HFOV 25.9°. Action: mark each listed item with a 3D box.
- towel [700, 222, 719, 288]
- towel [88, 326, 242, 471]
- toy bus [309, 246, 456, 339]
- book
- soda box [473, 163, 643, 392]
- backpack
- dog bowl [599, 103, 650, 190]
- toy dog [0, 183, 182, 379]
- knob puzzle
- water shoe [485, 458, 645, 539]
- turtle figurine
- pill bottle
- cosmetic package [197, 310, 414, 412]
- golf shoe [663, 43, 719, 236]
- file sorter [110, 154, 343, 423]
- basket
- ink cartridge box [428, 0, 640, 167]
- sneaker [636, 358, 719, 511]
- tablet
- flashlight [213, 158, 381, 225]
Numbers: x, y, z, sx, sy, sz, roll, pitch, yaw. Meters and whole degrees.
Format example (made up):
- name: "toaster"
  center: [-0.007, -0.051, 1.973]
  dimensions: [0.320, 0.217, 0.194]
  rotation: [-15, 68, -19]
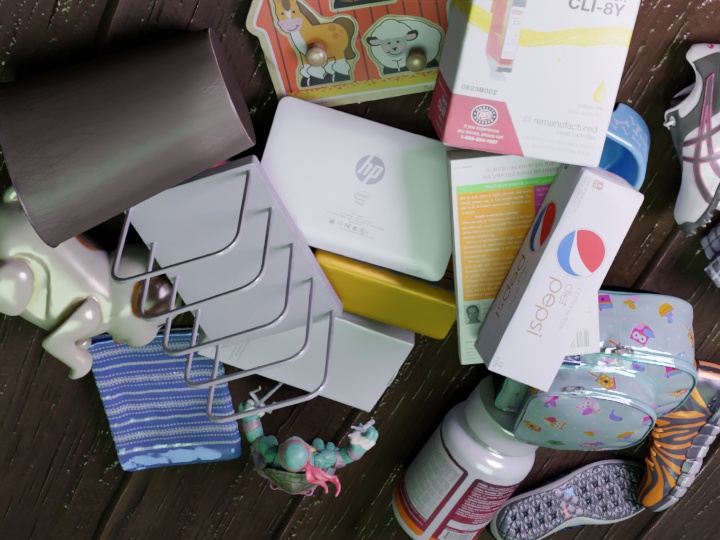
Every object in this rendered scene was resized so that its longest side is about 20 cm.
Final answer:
- name: "towel"
  center: [0.462, -0.018, 1.533]
  dimensions: [0.200, 0.086, 0.166]
  rotation: [24, 127, -19]
- name: "towel"
  center: [-0.214, 0.144, 1.716]
  dimensions: [0.145, 0.024, 0.200]
  rotation: [-5, 130, 4]
- name: "toy bus"
  center: [0.000, 0.000, 1.555]
  dimensions: [0.200, 0.078, 0.065]
  rotation: [18, 128, -14]
- name: "book"
  center: [0.152, -0.016, 1.449]
  dimensions: [0.133, 0.048, 0.200]
  rotation: [-4, 107, 0]
- name: "soda box"
  center: [0.176, 0.002, 1.402]
  dimensions: [0.064, 0.068, 0.200]
  rotation: [21, 103, -13]
- name: "backpack"
  center: [0.241, 0.096, 1.580]
  dimensions: [0.200, 0.153, 0.176]
  rotation: [-3, 153, -6]
- name: "dog bowl"
  center: [0.184, -0.122, 1.469]
  dimensions: [0.200, 0.050, 0.111]
  rotation: [26, 126, -19]
- name: "toy dog"
  center: [-0.274, 0.007, 1.546]
  dimensions: [0.200, 0.140, 0.194]
  rotation: [16, 92, -11]
- name: "knob puzzle"
  center: [-0.006, -0.230, 1.390]
  dimensions: [0.219, 0.030, 0.220]
  rotation: [1, 131, 1]
- name: "water shoe"
  center: [0.237, 0.261, 1.792]
  dimensions: [0.200, 0.079, 0.072]
  rotation: [-13, 89, -12]
- name: "turtle figurine"
  center: [-0.067, 0.189, 1.666]
  dimensions: [0.150, 0.101, 0.200]
  rotation: [21, 165, 1]
- name: "pill bottle"
  center: [0.123, 0.211, 1.714]
  dimensions: [0.109, 0.110, 0.200]
  rotation: [20, 128, -16]
- name: "cosmetic package"
  center: [-0.054, 0.056, 1.604]
  dimensions: [0.200, 0.081, 0.113]
  rotation: [21, 128, -18]
- name: "golf shoe"
  center: [0.322, -0.126, 1.463]
  dimensions: [0.088, 0.077, 0.200]
  rotation: [22, 128, 8]
- name: "file sorter"
  center: [-0.122, 0.022, 1.439]
  dimensions: [0.139, 0.125, 0.200]
  rotation: [-16, 128, 17]
- name: "basket"
  center: [-0.207, -0.131, 1.402]
  dimensions: [0.200, 0.180, 0.136]
  rotation: [-21, 136, 3]
- name: "ink cartridge box"
  center: [0.152, -0.203, 1.342]
  dimensions: [0.145, 0.083, 0.200]
  rotation: [8, 112, -8]
- name: "sneaker"
  center: [0.324, 0.171, 1.711]
  dimensions: [0.112, 0.078, 0.200]
  rotation: [18, 118, -10]
- name: "tablet"
  center: [0.002, -0.075, 1.470]
  dimensions: [0.200, 0.014, 0.130]
  rotation: [16, 100, -10]
- name: "flashlight"
  center: [-0.079, -0.080, 1.501]
  dimensions: [0.200, 0.068, 0.068]
  rotation: [4, 100, -9]
